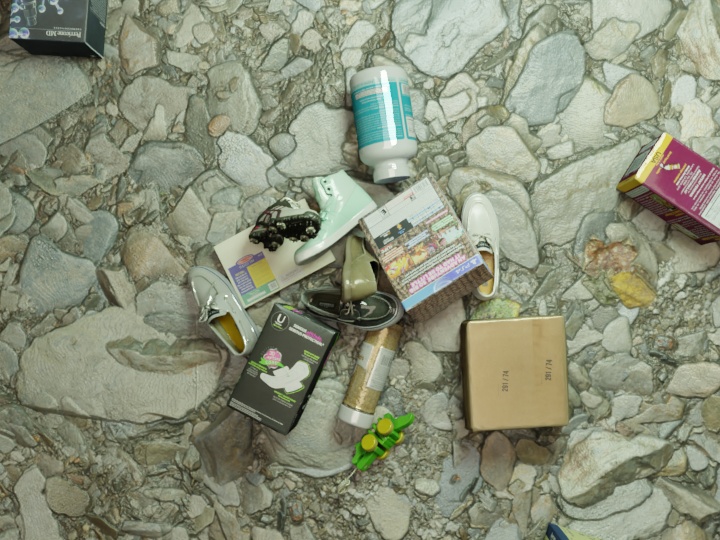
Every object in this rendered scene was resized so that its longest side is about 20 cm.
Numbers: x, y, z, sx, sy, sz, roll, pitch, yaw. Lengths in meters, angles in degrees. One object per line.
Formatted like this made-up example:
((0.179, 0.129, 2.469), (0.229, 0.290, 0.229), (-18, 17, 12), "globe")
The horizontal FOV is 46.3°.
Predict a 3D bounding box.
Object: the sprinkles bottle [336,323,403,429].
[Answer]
((0.019, 0.188, 1.557), (0.068, 0.068, 0.202), (19, 88, 3), "sprinkles bottle")

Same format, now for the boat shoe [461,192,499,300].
((0.225, -0.046, 1.559), (0.070, 0.070, 0.203), (-2, 88, 2), "boat shoe")

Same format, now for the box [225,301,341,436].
((-0.134, 0.173, 1.522), (0.123, 0.149, 0.202), (26, 89, 4), "box")

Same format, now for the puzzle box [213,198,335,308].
((-0.163, -0.032, 1.594), (0.198, 0.025, 0.134), (-27, 87, 1), "puzzle box")

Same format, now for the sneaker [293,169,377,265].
((-0.075, -0.101, 1.549), (0.200, 0.074, 0.118), (-42, 91, -27), "sneaker")

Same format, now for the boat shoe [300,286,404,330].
((-0.021, 0.068, 1.525), (0.198, 0.071, 0.073), (0, 76, 26), "boat shoe")

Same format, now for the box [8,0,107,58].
((-0.565, -0.517, 1.589), (0.147, 0.107, 0.203), (3, 88, 1), "box")

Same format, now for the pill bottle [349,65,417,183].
((0.045, -0.266, 1.555), (0.109, 0.111, 0.203), (-8, 87, 2), "pill bottle")

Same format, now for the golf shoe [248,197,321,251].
((-0.132, -0.095, 1.495), (0.077, 0.199, 0.089), (29, 68, -30), "golf shoe")

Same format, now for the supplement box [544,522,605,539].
((0.413, 0.588, 1.491), (0.198, 0.134, 0.202), (16, 88, 3), "supplement box")

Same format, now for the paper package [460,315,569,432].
((0.280, 0.185, 1.531), (0.188, 0.103, 0.203), (-3, 87, 0), "paper package")

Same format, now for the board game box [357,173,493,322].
((0.116, -0.039, 1.507), (0.159, 0.097, 0.201), (-32, 67, 10), "board game box")

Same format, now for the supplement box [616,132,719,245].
((0.586, -0.144, 1.522), (0.199, 0.131, 0.104), (35, 89, 2), "supplement box")

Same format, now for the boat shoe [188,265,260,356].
((-0.266, 0.077, 1.550), (0.074, 0.086, 0.203), (-38, 80, 19), "boat shoe")

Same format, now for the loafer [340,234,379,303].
((0.000, 0.000, 1.511), (0.067, 0.201, 0.077), (6, 120, 0), "loafer")

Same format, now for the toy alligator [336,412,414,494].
((0.017, 0.326, 1.561), (0.200, 0.059, 0.054), (-45, 45, 0), "toy alligator")
